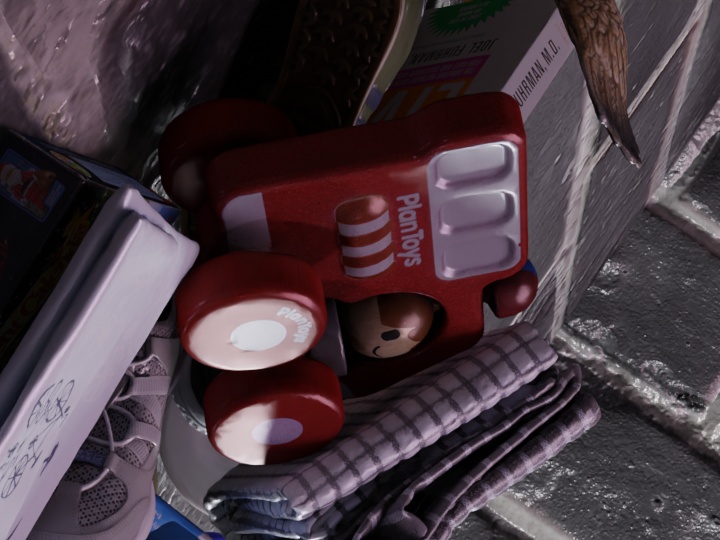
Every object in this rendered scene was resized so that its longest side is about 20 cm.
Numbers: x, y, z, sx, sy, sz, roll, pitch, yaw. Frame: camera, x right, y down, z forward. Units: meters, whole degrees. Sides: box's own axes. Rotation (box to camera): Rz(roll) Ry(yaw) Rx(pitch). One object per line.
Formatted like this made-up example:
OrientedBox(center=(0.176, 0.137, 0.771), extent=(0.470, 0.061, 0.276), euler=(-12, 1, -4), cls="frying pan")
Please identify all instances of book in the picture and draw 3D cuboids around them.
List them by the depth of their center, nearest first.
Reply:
OrientedBox(center=(0.030, -0.073, 1.178), extent=(0.133, 0.048, 0.200), euler=(-7, -142, 44), cls="book")

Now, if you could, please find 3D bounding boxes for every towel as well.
OrientedBox(center=(0.021, 0.103, 1.133), extent=(0.165, 0.086, 0.200), euler=(-34, -175, -19), cls="towel")

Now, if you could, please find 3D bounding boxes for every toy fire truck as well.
OrientedBox(center=(0.000, 0.000, 1.020), extent=(0.200, 0.168, 0.112), euler=(81, 0, -55), cls="toy fire truck")

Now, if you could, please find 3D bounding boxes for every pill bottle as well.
OrientedBox(center=(-0.054, 0.108, 1.394), extent=(0.114, 0.114, 0.200), euler=(-56, 169, -2), cls="pill bottle")

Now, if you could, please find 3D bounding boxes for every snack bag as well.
OrientedBox(center=(-0.120, 0.061, 0.842), extent=(0.189, 0.021, 0.200), euler=(-60, 176, -3), cls="snack bag")

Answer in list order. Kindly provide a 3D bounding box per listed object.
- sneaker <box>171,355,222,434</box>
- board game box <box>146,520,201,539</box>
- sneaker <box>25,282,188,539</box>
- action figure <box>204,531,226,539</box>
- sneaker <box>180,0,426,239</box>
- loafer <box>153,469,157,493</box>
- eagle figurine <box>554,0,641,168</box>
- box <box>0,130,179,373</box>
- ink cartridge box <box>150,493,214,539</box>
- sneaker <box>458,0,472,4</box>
OrientedBox(center=(-0.018, 0.017, 1.247), extent=(0.114, 0.076, 0.200), euler=(-16, -156, 40), cls="sneaker")
OrientedBox(center=(-0.145, 0.243, 1.003), extent=(0.196, 0.056, 0.200), euler=(-23, 128, -39), cls="board game box")
OrientedBox(center=(-0.125, 0.057, 1.009), extent=(0.200, 0.075, 0.082), euler=(-82, 178, -49), cls="sneaker")
OrientedBox(center=(-0.124, 0.187, 1.376), extent=(0.200, 0.099, 0.065), euler=(20, 63, -46), cls="action figure")
OrientedBox(center=(-0.019, -0.088, 1.097), extent=(0.200, 0.067, 0.090), euler=(-59, 176, 34), cls="sneaker")
OrientedBox(center=(-0.167, 0.176, 1.202), extent=(0.200, 0.076, 0.067), euler=(-56, 163, 0), cls="loafer")
OrientedBox(center=(0.087, -0.161, 0.990), extent=(0.151, 0.200, 0.152), euler=(-57, 169, -1), cls="eagle figurine")
OrientedBox(center=(-0.160, 0.043, 0.900), extent=(0.200, 0.038, 0.137), euler=(-57, 170, 3), cls="box")
OrientedBox(center=(-0.156, 0.202, 1.111), extent=(0.200, 0.146, 0.084), euler=(-53, -150, -11), cls="ink cartridge box")
OrientedBox(center=(0.083, -0.139, 1.328), extent=(0.200, 0.075, 0.090), euler=(-53, -170, -18), cls="sneaker")
